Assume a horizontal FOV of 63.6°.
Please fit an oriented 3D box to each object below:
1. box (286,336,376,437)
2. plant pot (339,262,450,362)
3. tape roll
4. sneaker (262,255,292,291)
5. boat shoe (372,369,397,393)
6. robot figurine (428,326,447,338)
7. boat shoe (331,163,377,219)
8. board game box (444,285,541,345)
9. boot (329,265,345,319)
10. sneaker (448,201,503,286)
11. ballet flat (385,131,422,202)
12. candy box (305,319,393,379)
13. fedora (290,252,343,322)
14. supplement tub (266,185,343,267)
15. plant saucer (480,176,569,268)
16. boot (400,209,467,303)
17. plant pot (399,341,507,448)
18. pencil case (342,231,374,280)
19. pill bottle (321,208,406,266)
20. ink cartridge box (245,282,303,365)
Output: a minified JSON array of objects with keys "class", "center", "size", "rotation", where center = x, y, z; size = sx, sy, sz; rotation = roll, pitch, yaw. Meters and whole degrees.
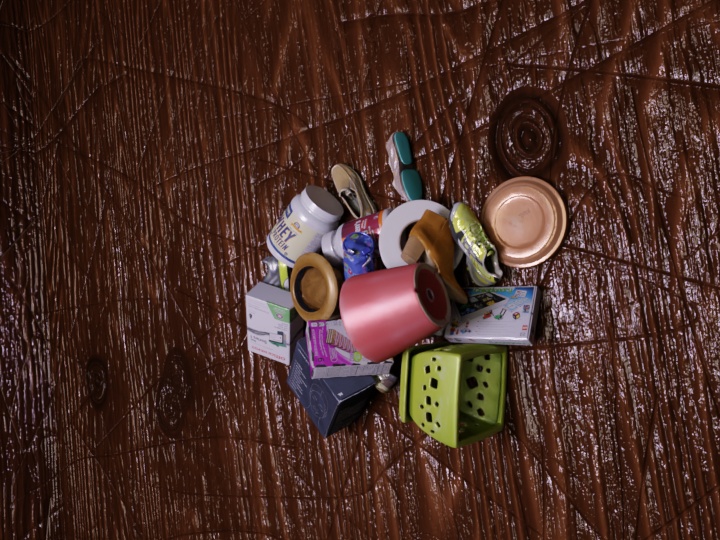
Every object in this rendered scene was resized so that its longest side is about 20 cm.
[{"class":"box","center":[-0.083,0.290,1.519],"size":[0.200,0.124,0.197],"rotation":[51,145,26]},{"class":"plant pot","center":[0.082,0.078,1.243],"size":[0.177,0.200,0.201],"rotation":[-23,76,33]},{"class":"tape roll","center":[0.143,-0.065,1.364],"size":[0.202,0.037,0.204],"rotation":[0,85,0]},{"class":"sneaker","center":[-0.240,0.044,1.686],"size":[0.081,0.074,0.201],"rotation":[1,106,6]},{"class":"boat shoe","center":[0.028,0.225,1.513],"size":[0.065,0.073,0.200],"rotation":[-42,65,9]},{"class":"robot figurine","center":[0.122,0.096,1.400],"size":[0.200,0.113,0.170],"rotation":[12,134,40]},{"class":"boat shoe","center":[-0.028,-0.211,1.544],"size":[0.072,0.076,0.200],"rotation":[-49,62,28]},{"class":"board game box","center":[0.290,0.098,1.285],"size":[0.200,0.035,0.127],"rotation":[-3,60,39]},{"class":"boot","center":[-0.072,0.034,1.601],"size":[0.200,0.072,0.167],"rotation":[-35,57,34]},{"class":"sneaker","center":[0.263,-0.062,1.287],"size":[0.076,0.075,0.200],"rotation":[-10,108,62]},{"class":"ballet flat","center":[0.106,-0.246,1.455],"size":[0.067,0.068,0.201],"rotation":[-30,66,55]},{"class":"candy box","center":[-0.029,0.190,1.442],"size":[0.061,0.199,0.137],"rotation":[106,158,-49]},{"class":"fedora","center":[-0.103,0.044,1.508],"size":[0.200,0.082,0.201],"rotation":[8,101,48]},{"class":"supplement tub","center":[-0.151,-0.119,1.598],"size":[0.200,0.145,0.145],"rotation":[-51,61,27]},{"class":"plant saucer","center":[0.352,-0.106,1.271],"size":[0.200,0.032,0.201],"rotation":[0,90,38]},{"class":"boot","center":[0.195,-0.034,1.312],"size":[0.144,0.201,0.071],"rotation":[-55,13,-21]},{"class":"plant pot","center":[0.198,0.257,1.296],"size":[0.181,0.199,0.201],"rotation":[6,95,44]},{"class":"pencil case","center":[0.000,0.000,1.419],"size":[0.087,0.078,0.200],"rotation":[45,153,36]},{"class":"pill bottle","center":[0.007,-0.079,1.477],"size":[0.199,0.109,0.110],"rotation":[-17,80,27]},{"class":"ink cartridge box","center":[-0.242,0.152,1.648],"size":[0.146,0.084,0.201],"rotation":[16,123,19]}]
